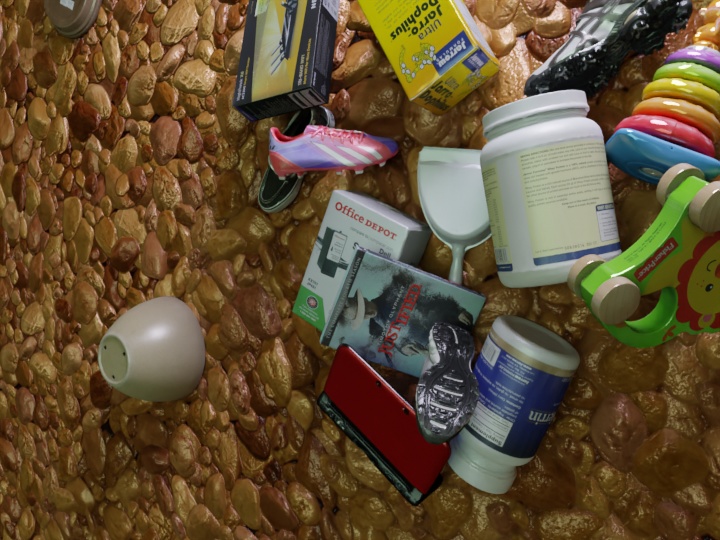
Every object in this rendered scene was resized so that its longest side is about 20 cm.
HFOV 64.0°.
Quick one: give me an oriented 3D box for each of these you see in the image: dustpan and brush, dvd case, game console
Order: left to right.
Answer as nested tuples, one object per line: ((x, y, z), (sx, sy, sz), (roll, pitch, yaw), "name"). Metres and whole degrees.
((0.046, 0.204, 0.801), (0.199, 0.171, 0.120), (41, 103, 23), "game console")
((0.058, 0.067, 0.797), (0.196, 0.022, 0.149), (21, 105, -11), "dvd case")
((0.138, -0.059, 0.798), (0.136, 0.057, 0.206), (8, 90, 18), "dustpan and brush")

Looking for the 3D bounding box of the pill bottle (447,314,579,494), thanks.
((0.188, 0.171, 0.738), (0.114, 0.115, 0.204), (28, 107, 26), "pill bottle")

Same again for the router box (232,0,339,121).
((-0.115, -0.347, 0.898), (0.154, 0.052, 0.206), (-4, 73, 31), "router box")

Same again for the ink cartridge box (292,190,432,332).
((0.000, 0.000, 0.860), (0.145, 0.082, 0.204), (28, 106, 26), "ink cartridge box")

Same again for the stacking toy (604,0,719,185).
((0.360, -0.201, 0.632), (0.114, 0.110, 0.204), (23, 93, 14), "stacking toy")

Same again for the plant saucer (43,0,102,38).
((-0.622, -0.608, 1.238), (0.196, 0.029, 0.206), (2, 94, 30), "plant saucer")

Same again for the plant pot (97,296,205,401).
((-0.411, 0.156, 1.089), (0.196, 0.133, 0.207), (1, 93, 31), "plant pot")

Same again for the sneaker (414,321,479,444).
((0.105, 0.148, 0.718), (0.072, 0.201, 0.081), (17, 118, 6), "sneaker")

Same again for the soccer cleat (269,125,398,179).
((-0.042, -0.184, 0.855), (0.194, 0.067, 0.078), (-6, 113, 10), "soccer cleat")

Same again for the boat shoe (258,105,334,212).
((-0.120, -0.182, 0.935), (0.071, 0.063, 0.202), (43, 113, 21), "boat shoe")

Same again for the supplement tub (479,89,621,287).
((0.220, -0.092, 0.682), (0.142, 0.144, 0.206), (-9, 91, 30), "supplement tub")

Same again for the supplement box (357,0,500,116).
((0.085, -0.332, 0.776), (0.108, 0.108, 0.204), (-32, 76, 27), "supplement box")

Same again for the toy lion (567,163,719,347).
((0.343, 0.005, 0.602), (0.200, 0.191, 0.069), (-46, 29, 11), "toy lion")

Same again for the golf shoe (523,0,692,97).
((0.283, -0.278, 0.691), (0.197, 0.077, 0.097), (-28, 55, 33), "golf shoe")
